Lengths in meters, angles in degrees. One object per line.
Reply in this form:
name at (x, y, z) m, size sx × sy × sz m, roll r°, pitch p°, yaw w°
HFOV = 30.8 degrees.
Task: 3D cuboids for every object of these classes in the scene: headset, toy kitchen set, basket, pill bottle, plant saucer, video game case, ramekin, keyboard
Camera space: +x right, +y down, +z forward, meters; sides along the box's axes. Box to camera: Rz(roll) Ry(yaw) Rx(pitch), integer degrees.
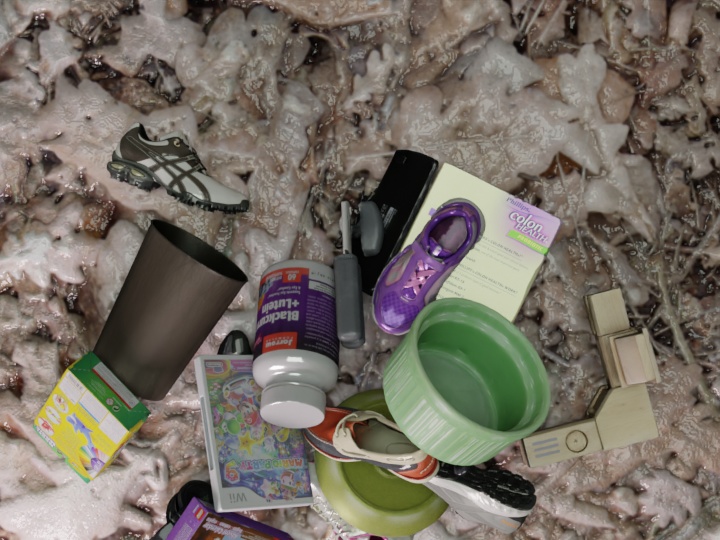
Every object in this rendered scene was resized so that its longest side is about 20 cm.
headset at (-0.209, 0.325, 1.721) m, size 0.094 × 0.124 × 0.200 m, roll 46°, pitch 65°, yaw 2°
toy kitchen set at (0.283, 0.139, 1.696) m, size 0.180 × 0.163 × 0.200 m, roll -14°, pitch 87°, yaw 0°
basket at (-0.260, 0.058, 1.719) m, size 0.136 × 0.180 × 0.200 m, roll 26°, pitch 99°, yaw -36°
pill bottle at (-0.082, 0.096, 1.691) m, size 0.111 × 0.112 × 0.200 m, roll 2°, pitch 60°, yaw 1°
plant saucer at (0.040, 0.248, 1.720) m, size 0.199 × 0.031 × 0.200 m, roll 6°, pitch 66°, yaw -13°
video game case at (-0.137, 0.206, 1.684) m, size 0.143 × 0.018 × 0.200 m, roll 4°, pitch 68°, yaw -38°
ramekin at (0.125, 0.141, 1.607) m, size 0.200 × 0.200 × 0.098 m, roll 41°, pitch 130°, yaw 2°
keyboard at (0.035, -0.068, 1.757) m, size 0.104 × 0.040 × 0.200 m, roll 28°, pitch 91°, yaw 40°

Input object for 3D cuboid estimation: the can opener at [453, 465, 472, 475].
can opener at (0.129, 0.190, 1.695) m, size 0.079 × 0.200 × 0.063 m, roll -33°, pitch 120°, yaw 22°

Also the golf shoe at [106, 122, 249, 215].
golf shoe at (-0.236, -0.137, 1.757) m, size 0.200 × 0.078 × 0.095 m, roll 20°, pitch 88°, yaw 0°

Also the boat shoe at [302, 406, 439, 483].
boat shoe at (0.006, 0.210, 1.652) m, size 0.200 × 0.063 × 0.071 m, roll 17°, pitch 65°, yaw 31°

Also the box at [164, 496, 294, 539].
box at (-0.179, 0.381, 1.685) m, size 0.039 × 0.200 × 0.137 m, roll 35°, pitch 91°, yaw 42°

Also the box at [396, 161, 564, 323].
box at (0.143, -0.014, 1.737) m, size 0.176 × 0.097 × 0.200 m, roll 26°, pitch 89°, yaw 2°

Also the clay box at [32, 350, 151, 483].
clay box at (-0.356, 0.197, 1.714) m, size 0.115 × 0.200 × 0.048 m, roll 46°, pitch 51°, yaw 2°

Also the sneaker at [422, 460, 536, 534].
sneaker at (0.123, 0.277, 1.675) m, size 0.200 × 0.074 × 0.079 m, roll 27°, pitch 130°, yaw 14°

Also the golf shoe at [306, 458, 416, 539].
golf shoe at (-0.019, 0.318, 1.724) m, size 0.200 × 0.075 × 0.092 m, roll 24°, pitch 53°, yaw 3°

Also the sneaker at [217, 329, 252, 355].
sneaker at (-0.135, 0.183, 1.756) m, size 0.115 × 0.075 × 0.200 m, roll 9°, pitch 69°, yaw -27°

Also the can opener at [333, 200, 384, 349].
can opener at (0.000, 0.000, 1.689) m, size 0.067 × 0.053 × 0.200 m, roll -7°, pitch 66°, yaw 7°

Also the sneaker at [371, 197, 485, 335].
sneaker at (0.084, -0.008, 1.646) m, size 0.080 × 0.088 × 0.200 m, roll 36°, pitch 90°, yaw 1°
